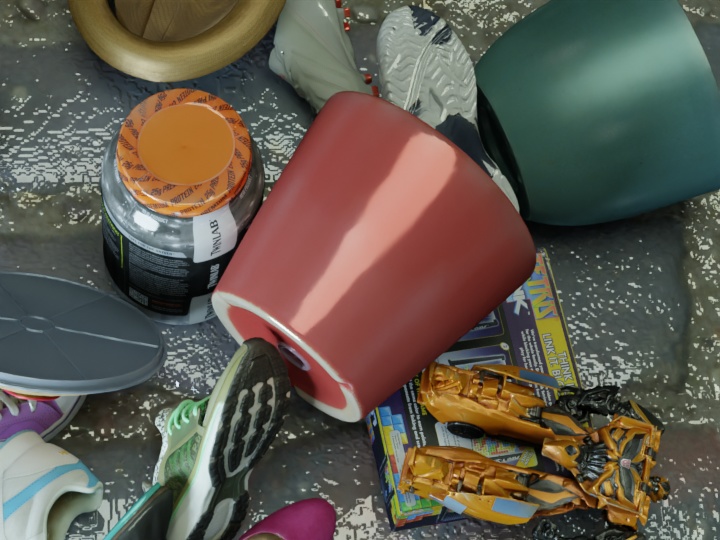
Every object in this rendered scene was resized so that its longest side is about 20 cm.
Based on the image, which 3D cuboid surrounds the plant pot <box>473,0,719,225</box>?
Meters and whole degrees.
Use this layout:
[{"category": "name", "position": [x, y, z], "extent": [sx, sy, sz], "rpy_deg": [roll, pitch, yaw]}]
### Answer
[{"category": "plant pot", "position": [0.181, -0.128, 1.570], "extent": [0.161, 0.201, 0.201], "rpy_deg": [-23, 70, -4]}]

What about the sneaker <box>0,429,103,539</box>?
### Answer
[{"category": "sneaker", "position": [-0.269, 0.209, 1.420], "extent": [0.081, 0.077, 0.200], "rpy_deg": [26, 65, 22]}]

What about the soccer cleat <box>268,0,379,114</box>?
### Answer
[{"category": "soccer cleat", "position": [-0.033, -0.160, 1.627], "extent": [0.077, 0.069, 0.200], "rpy_deg": [-14, 61, -7]}]

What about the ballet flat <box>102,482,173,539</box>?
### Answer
[{"category": "ballet flat", "position": [-0.194, 0.242, 1.414], "extent": [0.200, 0.068, 0.068], "rpy_deg": [-43, 88, 2]}]

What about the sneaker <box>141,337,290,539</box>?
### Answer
[{"category": "sneaker", "position": [-0.119, 0.121, 1.433], "extent": [0.089, 0.200, 0.077], "rpy_deg": [40, 34, 26]}]

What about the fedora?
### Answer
[{"category": "fedora", "position": [-0.146, -0.235, 1.628], "extent": [0.200, 0.082, 0.201], "rpy_deg": [-1, 69, 2]}]

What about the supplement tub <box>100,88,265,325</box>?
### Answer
[{"category": "supplement tub", "position": [-0.136, -0.048, 1.488], "extent": [0.122, 0.200, 0.123], "rpy_deg": [2, 66, -6]}]

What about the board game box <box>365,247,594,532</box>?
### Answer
[{"category": "board game box", "position": [0.085, 0.091, 1.531], "extent": [0.165, 0.057, 0.200], "rpy_deg": [-7, 67, -12]}]

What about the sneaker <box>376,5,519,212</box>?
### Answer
[{"category": "sneaker", "position": [0.052, -0.110, 1.568], "extent": [0.079, 0.130, 0.199], "rpy_deg": [-31, 100, -16]}]

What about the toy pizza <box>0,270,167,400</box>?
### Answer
[{"category": "toy pizza", "position": [-0.245, 0.053, 1.468], "extent": [0.200, 0.032, 0.200], "rpy_deg": [11, 21, -4]}]

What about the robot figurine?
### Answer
[{"category": "robot figurine", "position": [0.135, 0.138, 1.452], "extent": [0.200, 0.058, 0.145], "rpy_deg": [13, 66, -1]}]

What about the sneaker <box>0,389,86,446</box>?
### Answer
[{"category": "sneaker", "position": [-0.292, 0.104, 1.450], "extent": [0.200, 0.114, 0.073], "rpy_deg": [-28, 70, -19]}]

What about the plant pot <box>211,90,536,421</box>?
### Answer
[{"category": "plant pot", "position": [0.000, 0.000, 1.434], "extent": [0.200, 0.200, 0.177], "rpy_deg": [37, 73, 10]}]

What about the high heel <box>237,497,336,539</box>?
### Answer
[{"category": "high heel", "position": [-0.090, 0.228, 1.427], "extent": [0.200, 0.096, 0.067], "rpy_deg": [-36, 74, -19]}]
